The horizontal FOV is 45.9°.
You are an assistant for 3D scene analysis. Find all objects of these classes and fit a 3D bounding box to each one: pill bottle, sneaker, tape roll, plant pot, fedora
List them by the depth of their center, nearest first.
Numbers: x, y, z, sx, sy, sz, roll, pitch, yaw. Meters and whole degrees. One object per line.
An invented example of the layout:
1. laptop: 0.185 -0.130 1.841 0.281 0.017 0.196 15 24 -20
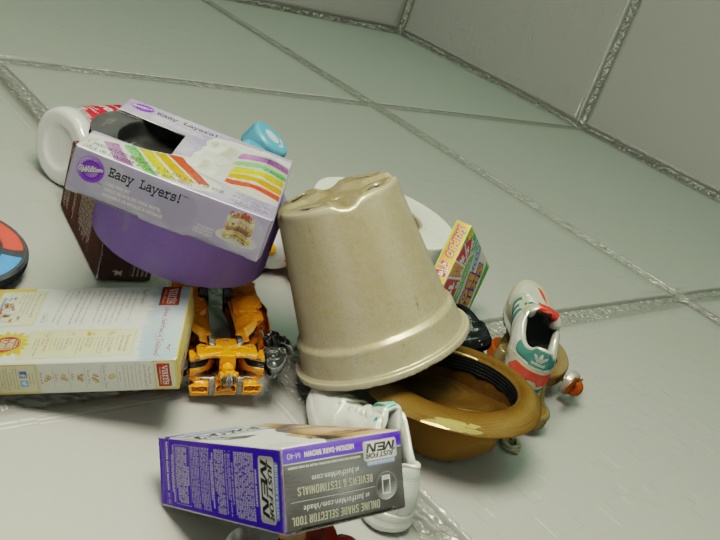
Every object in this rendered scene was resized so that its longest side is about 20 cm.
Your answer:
1. sneaker: 0.010 0.156 0.840 0.075 0.089 0.200 3 28 -30
2. plant pot: 0.000 0.000 0.915 0.200 0.184 0.201 -15 16 5
3. fedora: 0.093 0.149 0.928 0.200 0.082 0.201 9 24 -4
4. tape roll: -0.188 -0.069 0.944 0.199 0.085 0.200 20 23 -9
5. sneaker: 0.217 0.065 1.036 0.070 0.094 0.200 23 40 -1
6. tape roll: 0.021 -0.049 1.129 0.202 0.071 0.203 19 24 -9
7. pill bottle: -0.368 -0.190 1.268 0.112 0.113 0.200 31 26 24

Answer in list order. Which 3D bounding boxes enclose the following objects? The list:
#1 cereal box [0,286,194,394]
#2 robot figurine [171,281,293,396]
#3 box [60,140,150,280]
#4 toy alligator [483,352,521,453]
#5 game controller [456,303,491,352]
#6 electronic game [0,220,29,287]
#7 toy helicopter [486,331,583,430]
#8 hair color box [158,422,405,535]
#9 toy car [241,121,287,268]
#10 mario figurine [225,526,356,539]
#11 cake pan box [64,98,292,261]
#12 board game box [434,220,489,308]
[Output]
1. cereal box: -0.266 0.064 0.820 0.199 0.040 0.144 0 26 -4
2. robot figurine: -0.152 0.071 0.923 0.144 0.058 0.200 1 27 -15
3. box: -0.318 -0.080 1.082 0.075 0.100 0.200 4 28 -33
4. toy alligator: 0.149 0.136 1.035 0.059 0.054 0.200 6 27 -28
5. game controller: 0.057 0.082 1.045 0.199 0.042 0.104 -7 17 -12
6. electronic game: -0.467 -0.028 0.926 0.199 0.042 0.200 16 24 -7
7. toy helicopter: 0.230 0.140 1.088 0.132 0.079 0.200 29 30 -1
8. hair color box: -0.069 0.158 0.677 0.109 0.065 0.200 -1 -5 -38
9. toy car: -0.139 -0.059 1.153 0.200 0.184 0.177 44 19 -15
10. mario figurine: -0.082 0.220 0.609 0.199 0.106 0.123 -6 37 -41
11. cake pan box: -0.174 -0.097 0.851 0.199 0.052 0.184 21 22 -6
12. board game box: 0.134 0.009 1.142 0.030 0.096 0.200 24 -8 18
